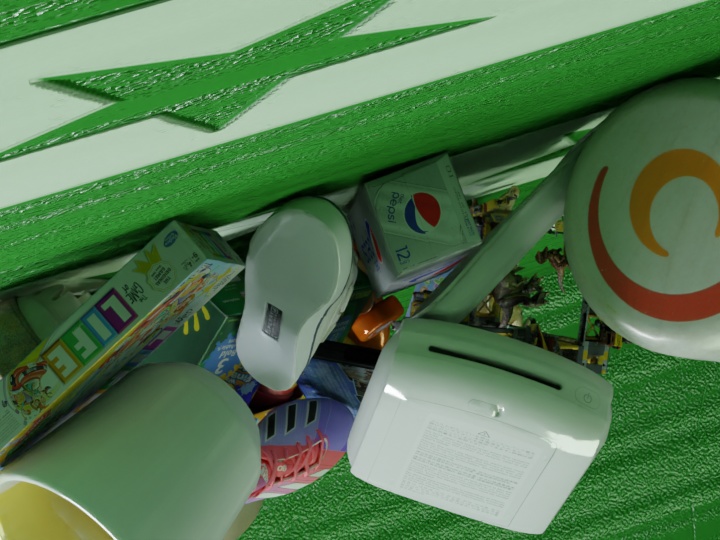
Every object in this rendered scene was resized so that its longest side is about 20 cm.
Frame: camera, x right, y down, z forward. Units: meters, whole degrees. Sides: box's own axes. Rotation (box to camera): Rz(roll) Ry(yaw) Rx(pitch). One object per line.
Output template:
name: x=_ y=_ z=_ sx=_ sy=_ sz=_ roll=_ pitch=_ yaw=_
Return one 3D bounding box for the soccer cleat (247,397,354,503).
soccer cleat: x=-0.073 y=0.143 z=1.601 sx=0.199 sy=0.067 sz=0.076 roll=-15 pitch=-170 yaw=-37

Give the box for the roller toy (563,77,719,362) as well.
roller toy: x=0.240 y=-0.033 z=1.467 sx=0.182 sy=0.201 sz=0.139 roll=-19 pitch=165 yaw=27

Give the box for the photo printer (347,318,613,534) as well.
photo printer: x=0.083 y=0.106 z=1.513 sx=0.165 sy=0.070 sz=0.200 roll=17 pitch=153 yaw=0

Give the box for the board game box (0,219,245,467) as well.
board game box: x=-0.169 y=0.049 z=1.415 sx=0.200 sy=0.034 sz=0.134 roll=-43 pitch=174 yaw=5

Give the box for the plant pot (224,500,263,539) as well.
plant pot: x=-0.167 y=0.125 z=1.923 sx=0.186 sy=0.188 sz=0.201 roll=-16 pitch=145 yaw=-20

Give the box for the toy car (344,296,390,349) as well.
toy car: x=-0.048 y=0.064 z=2.035 sx=0.200 sy=0.175 sz=0.150 roll=-24 pitch=-151 yaw=54

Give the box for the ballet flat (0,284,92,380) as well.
ballet flat: x=-0.217 y=0.039 z=1.515 sx=0.067 sy=0.068 sz=0.200 roll=-37 pitch=178 yaw=6

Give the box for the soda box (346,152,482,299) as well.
soda box: x=0.035 y=-0.028 z=1.535 sx=0.063 sy=0.069 sz=0.200 roll=-21 pitch=176 yaw=-6

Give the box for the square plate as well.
square plate: x=0.102 y=-0.017 z=1.560 sx=0.200 sy=0.028 sz=0.198 roll=-46 pitch=178 yaw=-17

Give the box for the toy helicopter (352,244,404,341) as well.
toy helicopter: x=0.000 y=0.000 z=1.758 sx=0.132 sy=0.079 sz=0.200 roll=-28 pitch=169 yaw=-40

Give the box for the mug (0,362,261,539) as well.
mug: x=-0.158 y=0.137 z=1.450 sx=0.186 sy=0.150 sz=0.153 roll=14 pitch=-133 yaw=36

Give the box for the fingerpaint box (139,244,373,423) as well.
fingerpaint box: x=-0.100 y=0.066 z=1.652 sx=0.200 sy=0.073 sz=0.167 roll=-10 pitch=137 yaw=-56

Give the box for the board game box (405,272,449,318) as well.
board game box: x=0.071 y=0.024 z=1.898 sx=0.036 sy=0.152 sz=0.200 roll=19 pitch=180 yaw=6

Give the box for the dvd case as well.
dvd case: x=0.045 y=0.094 z=1.631 sx=0.199 sy=0.018 sz=0.143 roll=10 pitch=159 yaw=16

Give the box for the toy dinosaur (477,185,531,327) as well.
toy dinosaur: x=0.114 y=0.032 z=1.851 sx=0.058 sy=0.202 sz=0.101 roll=-3 pitch=172 yaw=7

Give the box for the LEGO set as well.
LEGO set: x=0.110 y=0.017 z=1.705 sx=0.115 sy=0.155 sz=0.200 roll=3 pitch=-167 yaw=-37

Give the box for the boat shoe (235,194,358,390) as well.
boat shoe: x=-0.035 y=0.004 z=1.503 sx=0.070 sy=0.071 sz=0.201 roll=-48 pitch=164 yaw=-35
